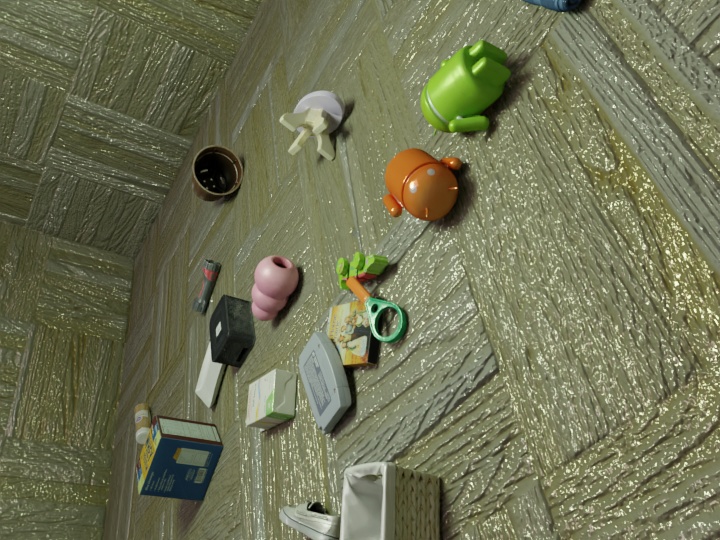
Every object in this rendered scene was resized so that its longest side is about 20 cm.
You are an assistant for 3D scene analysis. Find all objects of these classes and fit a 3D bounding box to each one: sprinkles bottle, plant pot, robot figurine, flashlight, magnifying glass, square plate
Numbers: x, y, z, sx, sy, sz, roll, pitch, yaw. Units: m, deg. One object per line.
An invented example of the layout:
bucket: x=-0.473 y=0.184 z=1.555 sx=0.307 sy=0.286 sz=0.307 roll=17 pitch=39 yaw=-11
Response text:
sprinkles bottle: x=-0.923 y=0.649 z=2.729 sx=0.069 sy=0.068 sz=0.200 roll=-64 pitch=29 yaw=15
plant pot: x=-0.595 y=-0.377 z=2.595 sx=0.198 sy=0.198 sz=0.202 roll=-21 pitch=57 yaw=64
robot figurine: x=0.121 y=-0.172 z=1.273 sx=0.200 sy=0.142 sz=0.118 roll=-125 pitch=35 yaw=-56
flashlight: x=-0.601 y=0.060 z=2.485 sx=0.068 sy=0.067 sz=0.202 roll=-85 pitch=15 yaw=-81
robot figurine: x=0.195 y=-0.347 z=1.235 sx=0.200 sy=0.115 sz=0.177 roll=-38 pitch=48 yaw=47
magnifying glass: x=0.029 y=0.076 z=1.349 sx=0.080 sy=0.022 sz=0.200 roll=-54 pitch=48 yaw=11
square plate: x=-0.504 y=0.347 z=2.190 sx=0.199 sy=0.028 sz=0.200 roll=12 pitch=85 yaw=62

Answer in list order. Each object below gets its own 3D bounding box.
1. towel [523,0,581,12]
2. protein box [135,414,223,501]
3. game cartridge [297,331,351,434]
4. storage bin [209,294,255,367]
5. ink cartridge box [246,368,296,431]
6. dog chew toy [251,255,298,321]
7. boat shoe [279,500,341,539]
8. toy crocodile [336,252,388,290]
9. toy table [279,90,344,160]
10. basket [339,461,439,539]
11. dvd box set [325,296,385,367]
towel: x=0.343 y=-0.524 z=1.141 sx=0.112 sy=0.048 sz=0.200 roll=-61 pitch=31 yaw=20
protein box: x=-0.562 y=0.580 z=1.986 sx=0.135 sy=0.198 sz=0.200 roll=37 pitch=107 yaw=60
game cartridge: x=-0.081 y=0.246 z=1.443 sx=0.134 sy=0.041 sz=0.201 roll=-61 pitch=40 yaw=40
storage bin: x=-0.412 y=0.192 z=2.045 sx=0.136 sy=0.093 sz=0.201 roll=-56 pitch=32 yaw=28
ink cartridge box: x=-0.244 y=0.345 z=1.688 sx=0.200 sy=0.067 sz=0.118 roll=-36 pitch=45 yaw=48
dog chew toy: x=-0.251 y=0.058 z=1.814 sx=0.125 sy=0.123 sz=0.201 roll=-113 pitch=40 yaw=-50
boat shoe: x=-0.103 y=0.515 z=1.344 sx=0.199 sy=0.071 sz=0.066 roll=-7 pitch=65 yaw=59
toy crocodile: x=0.000 y=0.000 z=1.446 sx=0.199 sy=0.067 sz=0.062 roll=-18 pitch=64 yaw=59
toy table: x=-0.134 y=-0.407 z=1.817 sx=0.200 sy=0.183 sz=0.118 roll=-42 pitch=23 yaw=56
basket: x=0.049 y=0.430 z=1.062 sx=0.135 sy=0.122 sz=0.202 roll=-30 pitch=49 yaw=52
dvd box set: x=-0.018 y=0.142 z=1.437 sx=0.199 sy=0.029 sz=0.148 roll=-17 pitch=61 yaw=57
